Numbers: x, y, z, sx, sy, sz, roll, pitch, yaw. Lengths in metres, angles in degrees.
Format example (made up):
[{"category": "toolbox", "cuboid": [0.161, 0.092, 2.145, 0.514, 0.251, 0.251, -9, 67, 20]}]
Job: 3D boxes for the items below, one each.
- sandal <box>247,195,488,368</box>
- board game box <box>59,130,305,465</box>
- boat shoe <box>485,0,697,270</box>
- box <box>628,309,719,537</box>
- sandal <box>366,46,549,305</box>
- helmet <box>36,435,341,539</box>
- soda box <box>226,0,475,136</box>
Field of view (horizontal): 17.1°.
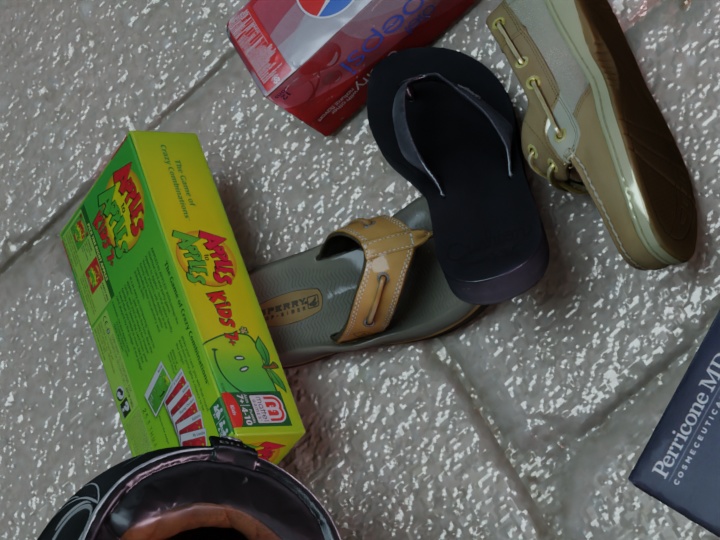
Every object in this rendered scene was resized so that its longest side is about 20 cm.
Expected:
[{"category": "sandal", "cuboid": [0.000, 0.000, 1.310, 0.199, 0.054, 0.082, -16, 67, 27]}, {"category": "board game box", "cuboid": [-0.103, 0.032, 1.346, 0.102, 0.047, 0.201, -49, 52, 41]}, {"category": "boat shoe", "cuboid": [0.118, -0.074, 1.256, 0.066, 0.074, 0.201, -33, 50, 23]}, {"category": "box", "cuboid": [0.249, 0.087, 1.097, 0.199, 0.104, 0.149, 28, 91, 35]}, {"category": "sandal", "cuboid": [0.053, -0.064, 1.272, 0.076, 0.043, 0.201, -25, 41, 0]}, {"category": "helmet", "cuboid": [-0.092, 0.195, 1.226, 0.191, 0.198, 0.201, 121, 153, -61]}, {"category": "soda box", "cuboid": [0.022, -0.170, 1.342, 0.200, 0.070, 0.064, -41, 57, 14]}]
